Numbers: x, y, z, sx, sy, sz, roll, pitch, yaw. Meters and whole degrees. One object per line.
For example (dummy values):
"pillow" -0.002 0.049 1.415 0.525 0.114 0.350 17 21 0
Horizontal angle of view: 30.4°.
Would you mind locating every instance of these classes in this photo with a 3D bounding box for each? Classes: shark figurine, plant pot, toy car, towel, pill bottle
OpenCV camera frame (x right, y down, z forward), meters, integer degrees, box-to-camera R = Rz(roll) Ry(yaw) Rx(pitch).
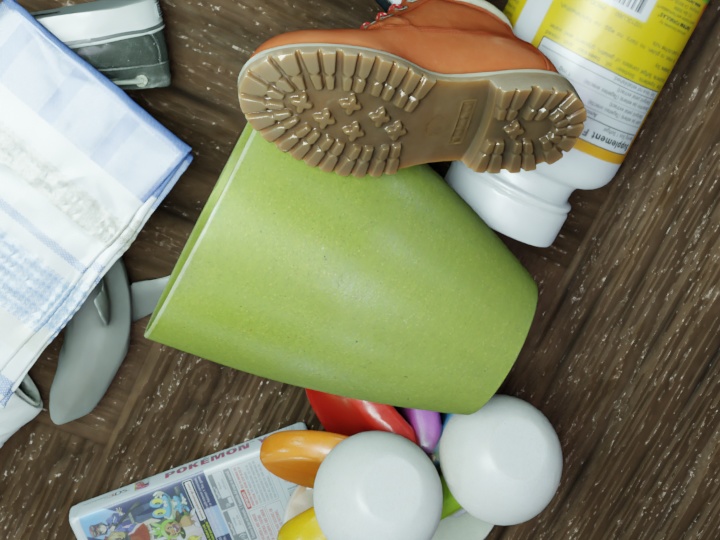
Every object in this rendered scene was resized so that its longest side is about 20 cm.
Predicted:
"shark figurine" -0.186 -0.006 0.839 0.127 0.090 0.216 -25 113 -2
"plant pot" 0.000 0.000 0.801 0.198 0.187 0.189 27 105 -9
"toy car" 0.027 0.119 0.893 0.198 0.175 0.152 -14 74 -20
"towel" -0.210 -0.036 0.775 0.146 0.024 0.201 39 94 -13
"pill bottle" 0.130 -0.122 0.831 0.110 0.111 0.202 22 107 -16

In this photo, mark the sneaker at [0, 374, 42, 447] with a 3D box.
"sneaker" -0.298 0.051 0.855 0.115 0.074 0.200 -40 121 6

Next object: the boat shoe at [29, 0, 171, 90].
"boat shoe" -0.213 -0.118 0.798 0.197 0.071 0.065 -11 109 -6

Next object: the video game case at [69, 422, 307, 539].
"video game case" -0.094 0.228 0.980 0.180 0.023 0.202 -20 114 -1

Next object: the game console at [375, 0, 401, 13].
"game console" 0.030 -0.266 0.776 0.177 0.031 0.200 -43 92 14

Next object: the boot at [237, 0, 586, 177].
"boot" 0.018 -0.111 0.732 0.198 0.108 0.075 2 136 -28
